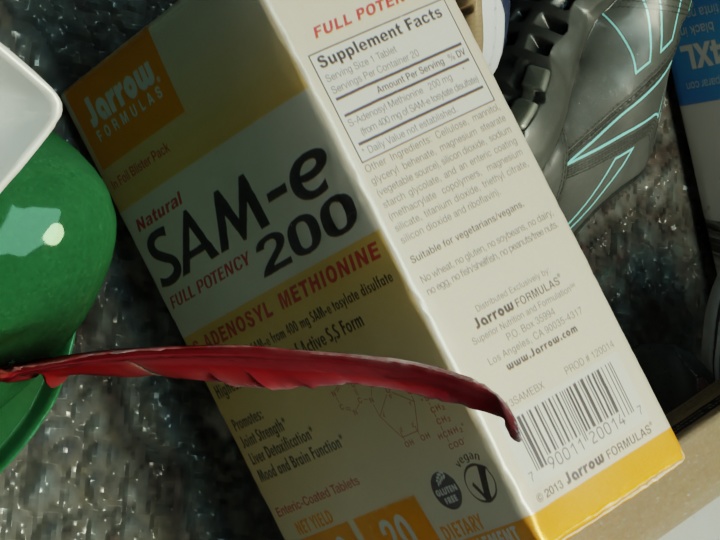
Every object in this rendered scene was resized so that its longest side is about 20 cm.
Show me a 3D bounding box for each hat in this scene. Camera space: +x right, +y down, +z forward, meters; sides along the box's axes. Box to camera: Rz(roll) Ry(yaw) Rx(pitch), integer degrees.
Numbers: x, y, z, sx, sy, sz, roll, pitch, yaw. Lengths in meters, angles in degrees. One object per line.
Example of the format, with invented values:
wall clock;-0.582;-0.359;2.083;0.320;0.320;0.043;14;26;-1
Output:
hat;-0.098;-0.008;0.712;0.199;0.175;0.167;-15;96;-40

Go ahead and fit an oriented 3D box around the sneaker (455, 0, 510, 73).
sneaker;0.048;-0.163;0.858;0.108;0.070;0.202;-8;89;-38

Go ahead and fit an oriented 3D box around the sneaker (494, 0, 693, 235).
sneaker;0.084;-0.083;0.953;0.201;0.075;0.079;-55;133;-22

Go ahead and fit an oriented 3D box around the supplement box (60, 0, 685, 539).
supplement box;0.000;0.000;0.800;0.073;0.126;0.201;-26;88;-38

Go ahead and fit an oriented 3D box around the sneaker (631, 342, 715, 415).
sneaker;0.056;0.094;0.904;0.115;0.075;0.201;37;65;-29

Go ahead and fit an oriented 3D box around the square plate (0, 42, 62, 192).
square plate;-0.215;-0.032;0.662;0.200;0.028;0.198;41;88;-23

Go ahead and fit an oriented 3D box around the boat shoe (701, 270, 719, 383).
boat shoe;0.172;0.083;0.929;0.071;0.068;0.202;-6;80;1

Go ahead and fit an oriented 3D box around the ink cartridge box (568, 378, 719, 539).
ink cartridge box;0.175;0.124;0.853;0.164;0.075;0.201;-34;91;-10

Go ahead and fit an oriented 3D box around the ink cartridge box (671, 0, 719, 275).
ink cartridge box;0.217;-0.032;1.039;0.145;0.084;0.202;-17;97;-41
